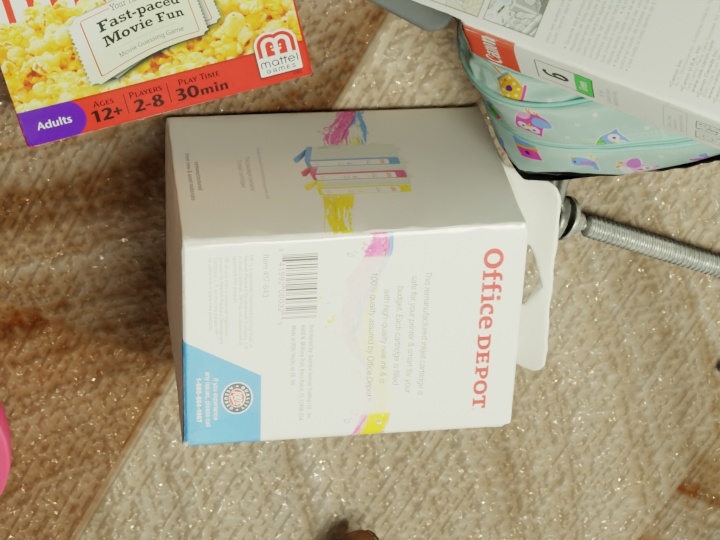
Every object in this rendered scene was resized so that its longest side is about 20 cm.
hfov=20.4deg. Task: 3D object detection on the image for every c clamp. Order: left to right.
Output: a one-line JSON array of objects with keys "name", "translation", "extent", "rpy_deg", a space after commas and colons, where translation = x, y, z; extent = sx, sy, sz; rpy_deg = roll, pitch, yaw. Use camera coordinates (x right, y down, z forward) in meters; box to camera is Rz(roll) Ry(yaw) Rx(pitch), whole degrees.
[{"name": "c clamp", "translation": [0.179, -0.031, 1.129], "extent": [0.199, 0.027, 0.171], "rpy_deg": [21, 117, -23]}]

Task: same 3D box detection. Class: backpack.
[{"name": "backpack", "translation": [0.148, -0.125, 0.988], "extent": [0.199, 0.168, 0.127], "rpy_deg": [-10, 136, 15]}]

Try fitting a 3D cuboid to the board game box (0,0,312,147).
[{"name": "board game box", "translation": [-0.118, -0.171, 0.967], "extent": [0.150, 0.046, 0.201], "rpy_deg": [-15, 125, -1]}]

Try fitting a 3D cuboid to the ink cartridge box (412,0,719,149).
[{"name": "ink cartridge box", "translation": [0.098, -0.141, 0.900], "extent": [0.199, 0.050, 0.110], "rpy_deg": [22, 84, 13]}]

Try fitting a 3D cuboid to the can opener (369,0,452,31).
[{"name": "can opener", "translation": [-0.030, -0.176, 0.923], "extent": [0.199, 0.053, 0.067], "rpy_deg": [29, 109, -32]}]

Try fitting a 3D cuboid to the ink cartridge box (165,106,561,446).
[{"name": "ink cartridge box", "translation": [0.000, 0.000, 1.055], "extent": [0.198, 0.126, 0.129], "rpy_deg": [-3, 124, -9]}]

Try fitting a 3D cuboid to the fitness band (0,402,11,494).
[{"name": "fitness band", "translation": [-0.291, 0.089, 1.118], "extent": [0.199, 0.038, 0.144], "rpy_deg": [30, 111, -28]}]

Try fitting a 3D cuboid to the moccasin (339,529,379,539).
[{"name": "moccasin", "translation": [0.022, 0.239, 1.253], "extent": [0.077, 0.074, 0.202], "rpy_deg": [-19, 122, -9]}]
